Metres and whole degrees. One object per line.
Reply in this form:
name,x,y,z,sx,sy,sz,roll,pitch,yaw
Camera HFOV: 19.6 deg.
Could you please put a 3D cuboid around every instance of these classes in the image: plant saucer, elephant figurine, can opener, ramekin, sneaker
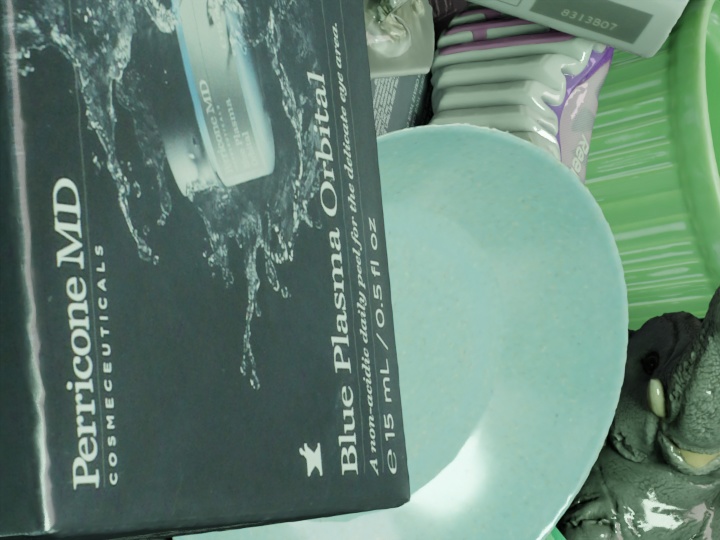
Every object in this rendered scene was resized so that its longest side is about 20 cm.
plant saucer,0.008,0.039,0.761,0.201,0.039,0.201,-12,115,-28
elephant figurine,0.139,0.078,0.940,0.141,0.155,0.200,5,103,-45
can opener,-0.042,-0.094,0.799,0.200,0.067,0.053,-12,91,-51
ramekin,0.180,-0.054,1.174,0.200,0.098,0.200,36,48,-55
sneaker,0.073,-0.056,0.948,0.200,0.080,0.088,-66,144,-44

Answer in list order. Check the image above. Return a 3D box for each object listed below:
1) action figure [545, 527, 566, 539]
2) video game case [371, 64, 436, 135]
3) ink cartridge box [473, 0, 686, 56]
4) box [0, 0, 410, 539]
action figure,0.074,0.167,0.849,0.118,0.055,0.200,-27,93,-40
video game case,0.029,-0.023,0.942,0.200,0.019,0.143,57,33,-39
ink cartridge box,0.069,-0.203,0.943,0.163,0.057,0.200,16,57,-11
box,-0.085,-0.021,0.586,0.200,0.117,0.197,7,76,-63
